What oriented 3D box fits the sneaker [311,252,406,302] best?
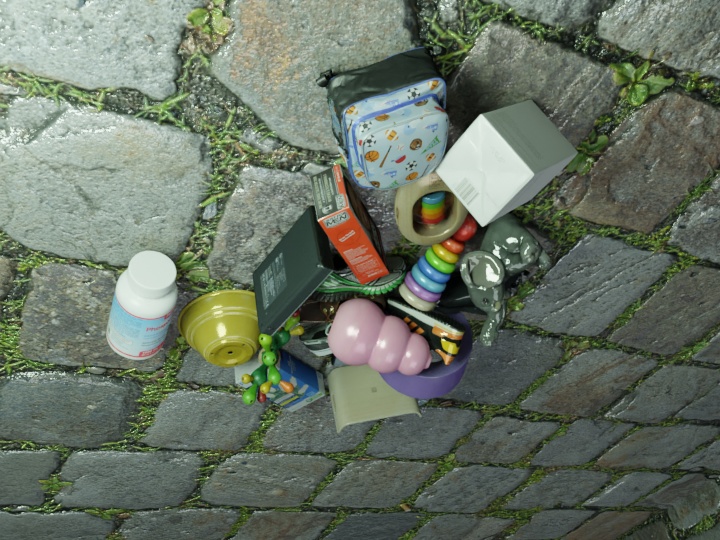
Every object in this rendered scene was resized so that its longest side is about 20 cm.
[{"bbox_3d":[0.000,0.000,1.441,0.196,0.078,0.087,-10,116,-24],"label":"sneaker"}]

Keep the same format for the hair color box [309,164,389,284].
[{"bbox_3d":[-0.016,-0.075,1.320,0.060,0.103,0.201,-21,142,11],"label":"hair color box"}]

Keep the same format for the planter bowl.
[{"bbox_3d":[-0.261,0.132,1.516,0.196,0.085,0.202,-9,141,-7],"label":"planter bowl"}]

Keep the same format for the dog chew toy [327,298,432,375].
[{"bbox_3d":[0.040,0.134,1.435,0.197,0.126,0.126,22,137,0],"label":"dog chew toy"}]

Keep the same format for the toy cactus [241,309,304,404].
[{"bbox_3d":[-0.168,0.170,1.503,0.100,0.204,0.165,19,171,-7],"label":"toy cactus"}]

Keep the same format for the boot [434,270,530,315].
[{"bbox_3d":[0.232,0.013,1.536,0.195,0.074,0.164,9,134,-25],"label":"boot"}]

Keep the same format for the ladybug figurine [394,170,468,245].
[{"bbox_3d":[0.120,-0.127,1.323,0.133,0.073,0.202,-9,143,-6],"label":"ladybug figurine"}]

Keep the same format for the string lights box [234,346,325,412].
[{"bbox_3d":[-0.177,0.238,1.694,0.102,0.060,0.199,-29,140,21],"label":"string lights box"}]

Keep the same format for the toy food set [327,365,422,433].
[{"bbox_3d":[0.031,0.287,1.753,0.196,0.145,0.061,-9,142,-7],"label":"toy food set"}]

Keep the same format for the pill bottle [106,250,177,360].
[{"bbox_3d":[-0.387,0.062,1.366,0.107,0.110,0.201,5,139,-23],"label":"pill bottle"}]

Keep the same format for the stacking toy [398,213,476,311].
[{"bbox_3d":[0.152,-0.025,1.448,0.084,0.086,0.202,14,119,-32],"label":"stacking toy"}]

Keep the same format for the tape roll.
[{"bbox_3d":[0.127,0.154,1.570,0.196,0.203,0.086,-5,143,-11],"label":"tape roll"}]

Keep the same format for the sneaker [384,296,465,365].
[{"bbox_3d":[0.110,0.117,1.500,0.069,0.198,0.092,4,105,-50],"label":"sneaker"}]

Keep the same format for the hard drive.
[{"bbox_3d":[-0.123,0.001,1.349,0.032,0.141,0.200,18,133,-33],"label":"hard drive"}]

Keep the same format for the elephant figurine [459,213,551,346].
[{"bbox_3d":[0.243,0.005,1.415,0.200,0.156,0.141,-42,132,10],"label":"elephant figurine"}]

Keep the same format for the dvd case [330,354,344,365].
[{"bbox_3d":[0.039,0.159,1.699,0.196,0.018,0.144,-2,141,-15],"label":"dvd case"}]

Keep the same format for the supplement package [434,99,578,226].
[{"bbox_3d":[0.230,-0.171,1.191,0.199,0.122,0.120,-26,163,-52],"label":"supplement package"}]

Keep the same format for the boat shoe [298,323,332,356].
[{"bbox_3d":[-0.044,0.118,1.571,0.197,0.075,0.068,-18,138,38],"label":"boat shoe"}]

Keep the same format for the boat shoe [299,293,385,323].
[{"bbox_3d":[-0.047,0.069,1.513,0.196,0.071,0.071,-14,132,1],"label":"boat shoe"}]

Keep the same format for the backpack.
[{"bbox_3d":[0.047,-0.212,1.141,0.196,0.157,0.191,-14,153,-4],"label":"backpack"}]
